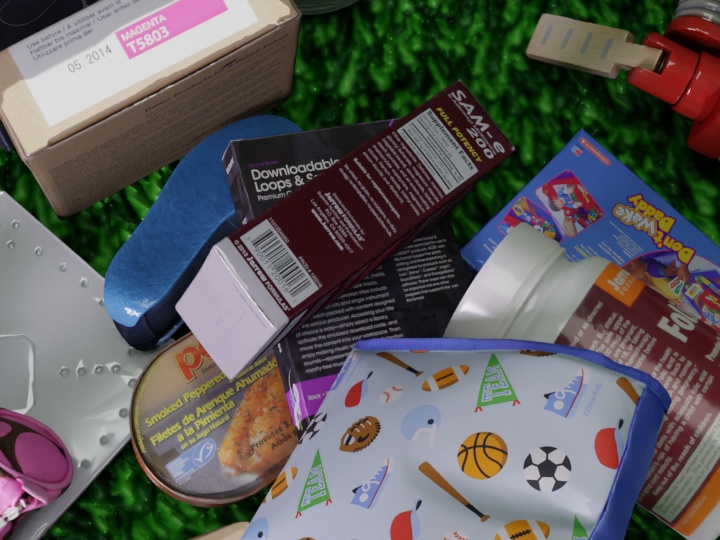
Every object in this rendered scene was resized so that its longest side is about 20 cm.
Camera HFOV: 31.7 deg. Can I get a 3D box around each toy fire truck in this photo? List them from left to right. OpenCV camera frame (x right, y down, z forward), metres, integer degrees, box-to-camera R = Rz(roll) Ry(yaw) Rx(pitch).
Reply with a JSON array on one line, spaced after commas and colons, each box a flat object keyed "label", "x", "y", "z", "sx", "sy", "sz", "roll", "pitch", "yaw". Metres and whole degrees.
[{"label": "toy fire truck", "x": 0.241, "y": -0.178, "z": 0.926, "sx": 0.198, "sy": 0.129, "sz": 0.177, "roll": 25, "pitch": 71, "yaw": -2}]

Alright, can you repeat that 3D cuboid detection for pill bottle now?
[{"label": "pill bottle", "x": 0.156, "y": 0.064, "z": 0.778, "sx": 0.199, "sy": 0.114, "sz": 0.115, "roll": 35, "pitch": 73, "yaw": 12}]

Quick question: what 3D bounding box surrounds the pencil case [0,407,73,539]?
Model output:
[{"label": "pencil case", "x": -0.257, "y": 0.178, "z": 0.760, "sx": 0.201, "sy": 0.090, "sz": 0.094, "roll": -54, "pitch": 46, "yaw": 8}]

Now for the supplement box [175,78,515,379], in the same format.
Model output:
[{"label": "supplement box", "x": -0.009, "y": -0.026, "z": 0.768, "sx": 0.199, "sy": 0.109, "sz": 0.061, "roll": -36, "pitch": 86, "yaw": -28}]

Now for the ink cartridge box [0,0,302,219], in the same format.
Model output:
[{"label": "ink cartridge box", "x": -0.144, "y": -0.128, "z": 0.864, "sx": 0.199, "sy": 0.165, "sz": 0.076, "roll": -29, "pitch": 82, "yaw": -11}]

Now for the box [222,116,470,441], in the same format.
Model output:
[{"label": "box", "x": 0.000, "y": 0.000, "z": 0.843, "sx": 0.142, "sy": 0.036, "sz": 0.202, "roll": -10, "pitch": 76, "yaw": -24}]

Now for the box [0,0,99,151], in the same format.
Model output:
[{"label": "box", "x": -0.247, "y": -0.227, "z": 0.884, "sx": 0.123, "sy": 0.200, "sz": 0.197, "roll": 33, "pitch": 72, "yaw": 13}]

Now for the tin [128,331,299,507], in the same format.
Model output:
[{"label": "tin", "x": -0.062, "y": 0.075, "z": 0.845, "sx": 0.199, "sy": 0.042, "sz": 0.113, "roll": -32, "pitch": 85, "yaw": -20}]

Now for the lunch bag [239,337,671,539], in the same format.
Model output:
[{"label": "lunch bag", "x": 0.059, "y": 0.131, "z": 0.688, "sx": 0.199, "sy": 0.124, "sz": 0.171, "roll": -7, "pitch": 43, "yaw": 43}]

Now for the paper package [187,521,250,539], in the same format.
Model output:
[{"label": "paper package", "x": -0.120, "y": 0.274, "z": 0.752, "sx": 0.198, "sy": 0.104, "sz": 0.192, "roll": -21, "pitch": 73, "yaw": -9}]

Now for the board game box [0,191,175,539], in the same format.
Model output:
[{"label": "board game box", "x": -0.248, "y": 0.076, "z": 0.864, "sx": 0.199, "sy": 0.026, "sz": 0.200, "roll": 39, "pitch": 74, "yaw": 13}]

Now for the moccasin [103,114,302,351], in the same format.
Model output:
[{"label": "moccasin", "x": -0.110, "y": -0.030, "z": 0.880, "sx": 0.080, "sy": 0.069, "sz": 0.200, "roll": 30, "pitch": 58, "yaw": 21}]

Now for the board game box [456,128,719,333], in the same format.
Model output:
[{"label": "board game box", "x": 0.181, "y": 0.017, "z": 0.879, "sx": 0.134, "sy": 0.045, "sz": 0.200, "roll": -43, "pitch": 75, "yaw": -14}]

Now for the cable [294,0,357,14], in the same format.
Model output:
[{"label": "cable", "x": -0.041, "y": -0.296, "z": 0.982, "sx": 0.198, "sy": 0.069, "sz": 0.202, "roll": -16, "pitch": 70, "yaw": -7}]
